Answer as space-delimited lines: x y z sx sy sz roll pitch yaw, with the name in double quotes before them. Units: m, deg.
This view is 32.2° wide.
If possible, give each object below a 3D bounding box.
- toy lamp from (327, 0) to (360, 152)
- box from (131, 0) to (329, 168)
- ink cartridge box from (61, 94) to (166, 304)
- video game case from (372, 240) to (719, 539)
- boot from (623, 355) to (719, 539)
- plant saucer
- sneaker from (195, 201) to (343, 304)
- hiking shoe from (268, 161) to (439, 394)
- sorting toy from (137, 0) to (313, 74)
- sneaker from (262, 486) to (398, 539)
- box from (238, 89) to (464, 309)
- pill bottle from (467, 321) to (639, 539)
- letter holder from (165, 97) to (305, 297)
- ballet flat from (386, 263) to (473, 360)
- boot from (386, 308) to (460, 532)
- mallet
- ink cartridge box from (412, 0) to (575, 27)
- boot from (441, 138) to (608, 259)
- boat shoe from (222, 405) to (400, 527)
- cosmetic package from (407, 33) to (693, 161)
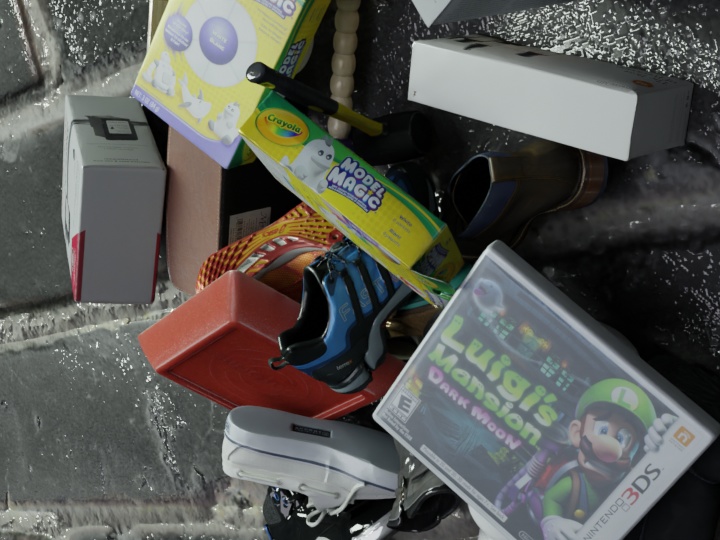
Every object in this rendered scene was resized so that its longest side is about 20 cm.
"toy lamp" -0.015 -0.191 1.068 0.058 0.058 0.202 25 119 37
"box" -0.101 -0.199 1.022 0.117 0.048 0.201 36 116 15
"ink cartridge box" -0.254 -0.076 1.259 0.200 0.082 0.147 -123 37 -58
"video game case" 0.124 0.108 0.892 0.200 0.023 0.183 41 123 12
"boot" 0.254 0.187 0.914 0.164 0.065 0.202 33 122 43
"plant saucer" -0.085 0.090 1.138 0.199 0.198 0.037 -30 37 50
"sneaker" -0.051 -0.011 1.121 0.198 0.077 0.074 -22 50 12
"hiking shoe" 0.000 0.000 1.022 0.074 0.086 0.202 16 84 54
"sorting toy" -0.102 -0.250 1.085 0.179 0.106 0.203 27 118 42
"sneaker" -0.037 0.233 1.211 0.200 0.073 0.113 -42 75 45
"box" 0.005 -0.046 0.945 0.200 0.117 0.048 41 87 17
"pill bottle" 0.146 0.141 0.974 0.112 0.112 0.202 28 121 35
"letter holder" -0.139 -0.087 1.195 0.141 0.100 0.203 25 119 39
"ballet flat" 0.046 0.043 1.085 0.199 0.068 0.073 -14 113 46
"boot" 0.073 0.127 1.021 0.201 0.069 0.133 110 167 -51
"mallet" -0.026 -0.126 1.005 0.065 0.199 0.042 -11 72 43
"ink cartridge box" 0.088 -0.269 0.838 0.084 0.199 0.177 -40 75 44
"boot" 0.091 -0.056 0.958 0.200 0.096 0.076 -32 65 57
"boat shoe" -0.032 0.190 1.137 0.199 0.075 0.087 12 111 -4
"cosmetic package" 0.136 -0.133 0.919 0.199 0.082 0.051 22 118 38
